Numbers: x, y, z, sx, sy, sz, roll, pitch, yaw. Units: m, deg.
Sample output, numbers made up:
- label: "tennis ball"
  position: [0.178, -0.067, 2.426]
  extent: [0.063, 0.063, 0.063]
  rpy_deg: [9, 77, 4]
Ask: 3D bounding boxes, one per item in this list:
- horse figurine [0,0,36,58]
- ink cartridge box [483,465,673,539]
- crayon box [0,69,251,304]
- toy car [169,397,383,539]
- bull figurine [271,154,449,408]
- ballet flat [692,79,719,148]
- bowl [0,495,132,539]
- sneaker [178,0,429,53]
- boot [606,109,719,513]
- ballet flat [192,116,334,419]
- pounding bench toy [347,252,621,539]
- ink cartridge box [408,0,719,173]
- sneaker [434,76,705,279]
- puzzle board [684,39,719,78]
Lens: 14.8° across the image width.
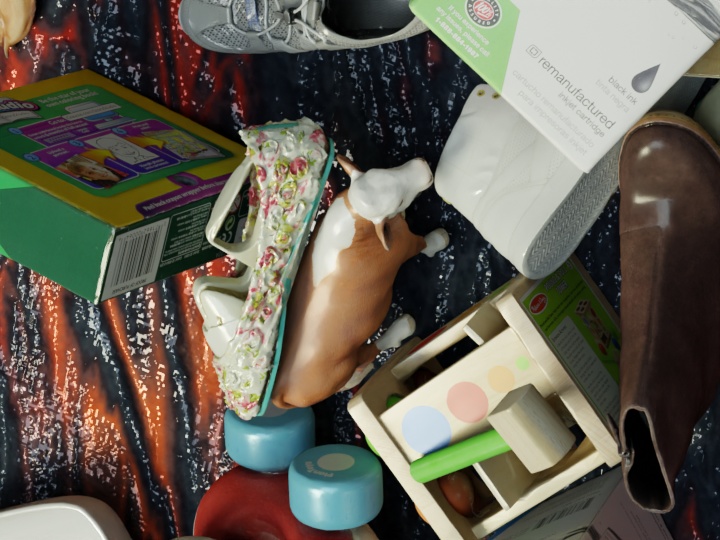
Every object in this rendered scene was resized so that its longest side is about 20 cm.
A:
- label: "horse figurine"
  position: [-0.239, -0.251, 1.827]
  extent: [0.132, 0.050, 0.200]
  rpy_deg: [33, 109, -6]
- label: "ink cartridge box"
  position: [0.108, 0.218, 1.768]
  extent: [0.145, 0.200, 0.084]
  rpy_deg: [-27, 96, 25]
- label: "crayon box"
  position: [-0.172, -0.058, 1.768]
  extent: [0.172, 0.200, 0.058]
  rpy_deg: [26, 114, 24]
- label: "toy car"
  position: [-0.096, 0.206, 1.814]
  extent: [0.177, 0.199, 0.185]
  rpy_deg: [35, 133, 52]
- label: "bull figurine"
  position: [0.000, 0.000, 1.777]
  extent: [0.065, 0.121, 0.200]
  rpy_deg: [39, 118, 22]
- label: "ballet flat"
  position: [0.273, -0.131, 1.666]
  extent: [0.069, 0.069, 0.200]
  rpy_deg: [37, 122, 6]
- label: "bowl"
  position: [-0.223, 0.256, 1.972]
  extent: [0.199, 0.075, 0.201]
  rpy_deg: [-18, 100, 24]
- label: "sneaker"
  position: [-0.029, -0.175, 1.759]
  extent: [0.199, 0.082, 0.075]
  rpy_deg: [-7, 104, 22]
- label: "boot"
  position: [0.185, 0.024, 1.668]
  extent: [0.072, 0.167, 0.200]
  rpy_deg: [1, 131, 16]
- label: "ballet flat"
  position: [-0.070, -0.005, 1.745]
  extent: [0.064, 0.076, 0.201]
  rpy_deg: [10, 105, -16]
- label: "pounding bench toy"
  position: [0.078, 0.096, 1.741]
  extent: [0.156, 0.200, 0.124]
  rpy_deg: [-34, 93, 25]
- label: "ink cartridge box"
  position: [0.148, -0.182, 1.601]
  extent: [0.145, 0.084, 0.200]
  rpy_deg: [42, 107, -6]
- label: "sneaker"
  position: [0.128, -0.106, 1.728]
  extent: [0.200, 0.074, 0.116]
  rpy_deg: [-50, 56, 2]
- label: "puzzle board"
  position: [0.253, -0.210, 1.635]
  extent: [0.150, 0.017, 0.201]
  rpy_deg: [6, 86, 30]
